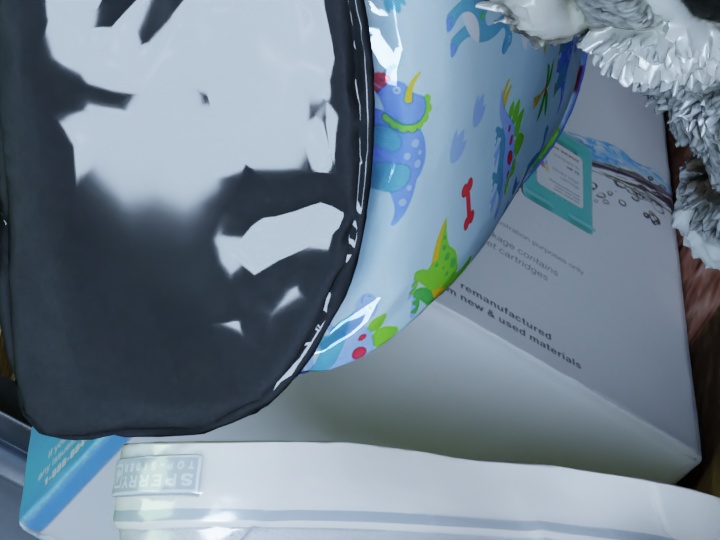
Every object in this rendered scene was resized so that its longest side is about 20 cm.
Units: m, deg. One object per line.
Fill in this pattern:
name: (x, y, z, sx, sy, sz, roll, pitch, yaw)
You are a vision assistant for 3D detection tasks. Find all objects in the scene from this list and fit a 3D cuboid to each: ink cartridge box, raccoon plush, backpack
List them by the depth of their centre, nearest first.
backpack: (-0.014, -0.063, 0.734, 0.200, 0.154, 0.163, -84, -6, -75)
raccoon plush: (0.076, -0.048, 0.738, 0.200, 0.134, 0.097, 122, 158, -54)
ink cartridge box: (0.000, 0.000, 0.927, 0.147, 0.146, 0.200, -46, 26, 32)

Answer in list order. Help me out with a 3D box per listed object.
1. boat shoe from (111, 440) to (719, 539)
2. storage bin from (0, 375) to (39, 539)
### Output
boat shoe: (0.025, 0.080, 0.720, 0.072, 0.200, 0.069, -2, 81, 42)
storage bin: (-0.144, 0.114, 1.109, 0.134, 0.146, 0.200, -62, -1, -3)
